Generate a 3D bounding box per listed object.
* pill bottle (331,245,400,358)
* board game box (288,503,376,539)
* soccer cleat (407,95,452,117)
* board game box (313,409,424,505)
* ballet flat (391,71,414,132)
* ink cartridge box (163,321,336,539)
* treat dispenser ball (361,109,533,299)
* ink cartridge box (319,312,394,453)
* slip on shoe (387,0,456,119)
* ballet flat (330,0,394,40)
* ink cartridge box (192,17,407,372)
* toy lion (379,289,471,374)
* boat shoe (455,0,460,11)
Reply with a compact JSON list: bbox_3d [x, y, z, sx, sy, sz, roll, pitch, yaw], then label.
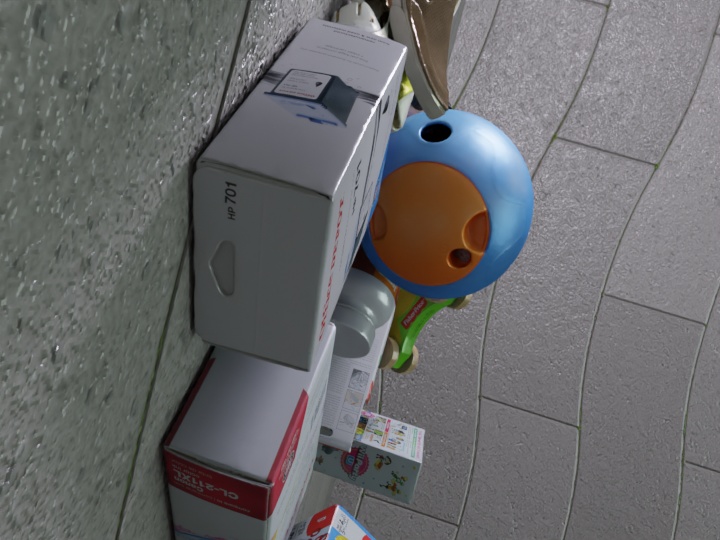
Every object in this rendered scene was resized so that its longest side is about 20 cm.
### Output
[{"bbox_3d":[0.000,0.000,0.907,0.113,0.110,0.203,98,9,-58],"label":"pill bottle"},{"bbox_3d":[-0.093,0.324,0.619,0.199,0.056,0.197,-36,-164,29],"label":"board game box"},{"bbox_3d":[0.069,-0.220,0.925,0.068,0.073,0.200,-43,161,-2],"label":"soccer cleat"},{"bbox_3d":[-0.011,0.242,1.026,0.148,0.196,0.066,-32,139,-81],"label":"board game box"},{"bbox_3d":[0.011,-0.153,0.680,0.200,0.066,0.068,-48,120,-51],"label":"ballet flat"},{"bbox_3d":[-0.086,0.149,0.586,0.202,0.081,0.147,101,8,-45],"label":"ink cartridge box"},{"bbox_3d":[0.089,-0.071,0.797,0.201,0.197,0.205,16,90,-85],"label":"treat dispenser ball"},{"bbox_3d":[-0.032,0.126,0.951,0.050,0.107,0.204,90,17,-71],"label":"ink cartridge box"},{"bbox_3d":[0.059,-0.240,0.651,0.076,0.059,0.205,14,64,-71],"label":"slip on shoe"},{"bbox_3d":[-0.003,-0.210,0.641,0.201,0.066,0.063,-72,148,-60],"label":"ballet flat"},{"bbox_3d":[-0.037,-0.058,0.503,0.202,0.084,0.148,-71,174,-48],"label":"ink cartridge box"},{"bbox_3d":[0.040,0.035,1.053,0.068,0.193,0.201,18,118,-47],"label":"toy lion"},{"bbox_3d":[0.144,-0.490,1.202,0.068,0.073,0.204,2,103,-79],"label":"boat shoe"}]
